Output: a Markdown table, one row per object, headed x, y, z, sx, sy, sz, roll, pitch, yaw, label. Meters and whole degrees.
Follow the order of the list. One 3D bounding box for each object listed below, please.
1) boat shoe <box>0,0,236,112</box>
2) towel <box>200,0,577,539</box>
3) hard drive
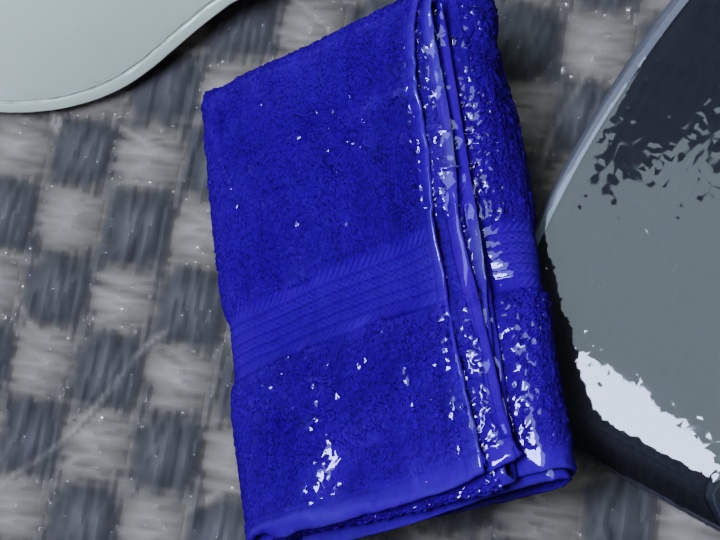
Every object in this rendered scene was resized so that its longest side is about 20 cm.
| x | y | z | sx | sy | sz | roll | pitch | yaw | label |
| --- | --- | --- | --- | --- | --- | --- | --- | --- | --- |
| -0.098 | -0.131 | 0.810 | 0.199 | 0.073 | 0.062 | -26 | 28 | 14 | boat shoe |
| 0.000 | 0.000 | 0.722 | 0.147 | 0.049 | 0.201 | -20 | 67 | 31 | towel |
| 0.136 | -0.016 | 0.719 | 0.134 | 0.042 | 0.201 | 28 | 84 | 19 | hard drive |
